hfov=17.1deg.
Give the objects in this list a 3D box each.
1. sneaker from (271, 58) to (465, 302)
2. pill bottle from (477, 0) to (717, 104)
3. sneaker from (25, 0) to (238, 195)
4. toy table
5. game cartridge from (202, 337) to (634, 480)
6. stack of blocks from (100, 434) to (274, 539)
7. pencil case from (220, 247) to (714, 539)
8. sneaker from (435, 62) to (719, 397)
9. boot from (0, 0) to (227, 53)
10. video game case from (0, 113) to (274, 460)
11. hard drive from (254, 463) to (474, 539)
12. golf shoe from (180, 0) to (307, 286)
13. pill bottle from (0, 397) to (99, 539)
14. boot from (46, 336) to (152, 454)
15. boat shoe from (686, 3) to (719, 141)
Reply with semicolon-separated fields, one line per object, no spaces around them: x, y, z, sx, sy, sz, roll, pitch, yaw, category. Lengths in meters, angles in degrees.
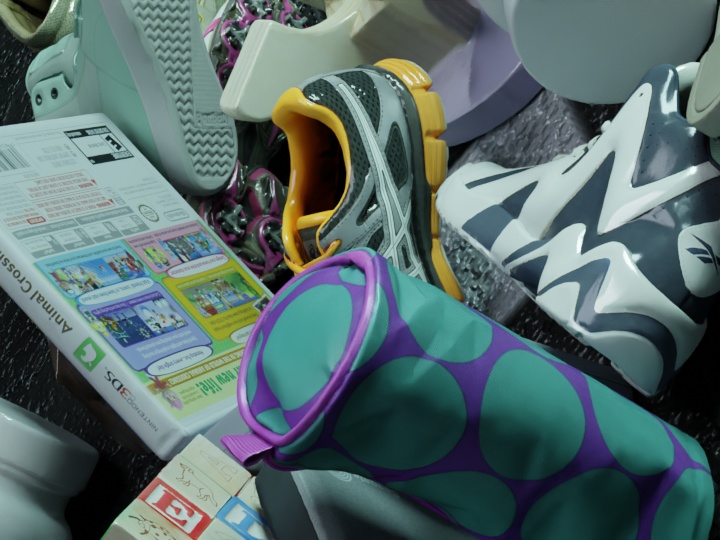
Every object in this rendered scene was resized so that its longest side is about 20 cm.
0.000;0.000;1.129;0.078;0.077;0.201;-17;79;48;sneaker
0.101;-0.169;1.091;0.120;0.119;0.200;-45;29;27;pill bottle
-0.144;-0.133;1.258;0.118;0.201;0.074;2;25;35;sneaker
0.008;-0.141;1.231;0.200;0.117;0.185;-9;59;53;toy table
0.005;0.082;1.042;0.200;0.133;0.042;-36;46;37;game cartridge
-0.017;0.162;0.950;0.059;0.200;0.115;-53;-3;18;stack of blocks
0.047;0.069;0.920;0.093;0.200;0.085;-58;31;2;pencil case
0.115;-0.037;1.030;0.130;0.079;0.199;-48;19;2;sneaker
-0.149;-0.166;1.450;0.072;0.154;0.200;-48;33;23;boot
-0.110;0.001;1.136;0.022;0.182;0.200;-46;-8;18;video game case
0.041;0.154;0.922;0.033;0.139;0.200;-53;32;17;hard drive
-0.079;-0.071;1.351;0.092;0.072;0.201;-27;45;47;golf shoe
-0.233;0.173;1.353;0.116;0.116;0.201;24;87;60;pill bottle
-0.139;0.015;1.210;0.064;0.187;0.200;-37;-8;2;boot
0.189;-0.113;0.989;0.073;0.063;0.200;-51;9;48;boat shoe
